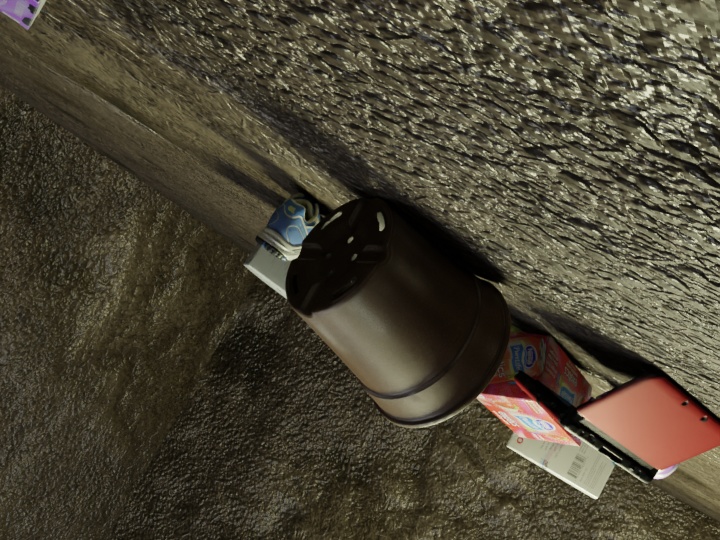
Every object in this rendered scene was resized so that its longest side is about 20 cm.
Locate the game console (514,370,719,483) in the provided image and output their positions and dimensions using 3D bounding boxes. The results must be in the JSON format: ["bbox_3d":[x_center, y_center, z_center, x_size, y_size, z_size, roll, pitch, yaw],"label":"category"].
[{"bbox_3d":[0.316,0.165,1.106,0.199,0.119,0.172,35,-175,-35],"label":"game console"}]

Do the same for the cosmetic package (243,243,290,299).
[{"bbox_3d":[-0.084,0.002,1.540,0.199,0.124,0.199,35,175,-8],"label":"cosmetic package"}]

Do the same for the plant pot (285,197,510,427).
[{"bbox_3d":[0.032,0.038,1.010,0.198,0.201,0.199,42,169,-34],"label":"plant pot"}]

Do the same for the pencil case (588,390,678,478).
[{"bbox_3d":[0.404,0.244,1.333,0.083,0.086,0.199,23,171,47],"label":"pencil case"}]

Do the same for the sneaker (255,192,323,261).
[{"bbox_3d":[-0.078,-0.064,1.277,0.075,0.078,0.200,33,-167,5],"label":"sneaker"}]

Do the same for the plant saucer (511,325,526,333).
[{"bbox_3d":[0.226,0.110,1.395,0.198,0.031,0.200,32,175,3],"label":"plant saucer"}]

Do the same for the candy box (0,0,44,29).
[{"bbox_3d":[-0.302,-0.266,0.640,0.199,0.072,0.167,33,175,-23],"label":"candy box"}]

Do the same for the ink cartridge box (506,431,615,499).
[{"bbox_3d":[0.411,0.336,1.803,0.198,0.148,0.145,29,175,18],"label":"ink cartridge box"}]

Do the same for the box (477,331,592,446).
[{"bbox_3d":[0.243,0.166,1.272,0.099,0.097,0.200,3,155,33],"label":"box"}]
